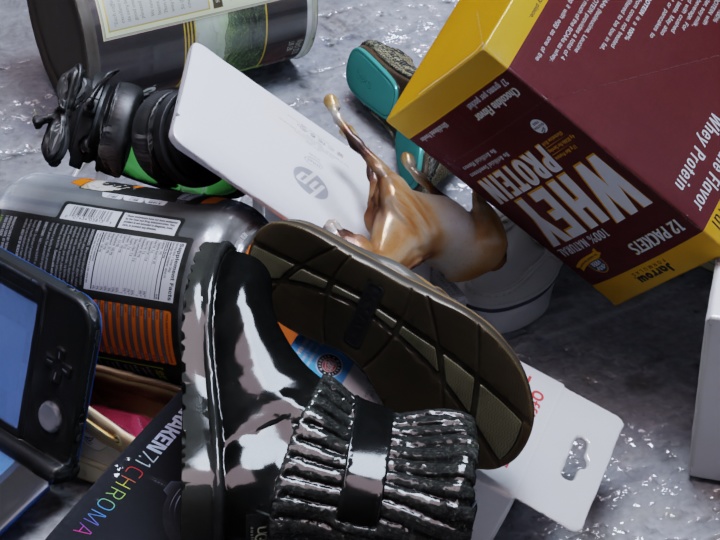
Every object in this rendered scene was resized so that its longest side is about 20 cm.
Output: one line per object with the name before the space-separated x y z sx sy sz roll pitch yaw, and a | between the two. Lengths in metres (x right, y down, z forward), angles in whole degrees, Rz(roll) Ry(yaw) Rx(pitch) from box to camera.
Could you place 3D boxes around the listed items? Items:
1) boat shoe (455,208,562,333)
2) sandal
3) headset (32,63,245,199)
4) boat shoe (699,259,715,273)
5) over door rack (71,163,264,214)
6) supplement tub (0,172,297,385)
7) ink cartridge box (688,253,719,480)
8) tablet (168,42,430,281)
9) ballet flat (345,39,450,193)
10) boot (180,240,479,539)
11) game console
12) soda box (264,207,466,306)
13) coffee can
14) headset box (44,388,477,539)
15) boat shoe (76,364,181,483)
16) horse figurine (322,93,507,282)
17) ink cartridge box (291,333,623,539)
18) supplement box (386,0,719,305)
boat shoe | 0.122 -0.029 1.443 0.072 0.066 0.200 20 40 27
sandal | 0.021 0.037 1.190 0.199 0.082 0.055 32 19 19
headset | -0.147 -0.079 1.345 0.123 0.200 0.095 10 75 23
boat shoe | 0.230 -0.064 1.444 0.199 0.067 0.074 35 41 7
over door rack | -0.151 -0.040 1.475 0.147 0.067 0.201 15 52 21
supplement tub | -0.135 0.008 1.311 0.199 0.123 0.123 9 36 20
ink cartridge box | 0.287 0.031 1.303 0.128 0.126 0.200 8 36 12
tablet | -0.034 -0.063 1.321 0.199 0.014 0.130 33 29 -17
ballet flat | 0.049 -0.121 1.587 0.075 0.068 0.200 4 29 -21
boot | -0.017 0.072 1.104 0.157 0.080 0.212 -1 50 -2
game console | -0.273 0.071 1.251 0.199 0.172 0.118 25 24 32
soda box | 0.000 0.000 1.401 0.063 0.068 0.200 -15 37 -21
coffee can | -0.153 -0.221 1.653 0.199 0.147 0.146 -16 38 -21
headset box | -0.052 0.174 1.113 0.199 0.093 0.174 23 40 17
boat shoe | -0.104 0.103 1.253 0.199 0.070 0.074 11 36 15
horse figurine | 0.041 -0.037 1.313 0.199 0.050 0.133 17 41 -49
ink cartridge box | 0.047 0.096 1.235 0.199 0.068 0.116 28 40 4
supplement box | 0.163 -0.126 1.318 0.200 0.133 0.198 38 62 -12
